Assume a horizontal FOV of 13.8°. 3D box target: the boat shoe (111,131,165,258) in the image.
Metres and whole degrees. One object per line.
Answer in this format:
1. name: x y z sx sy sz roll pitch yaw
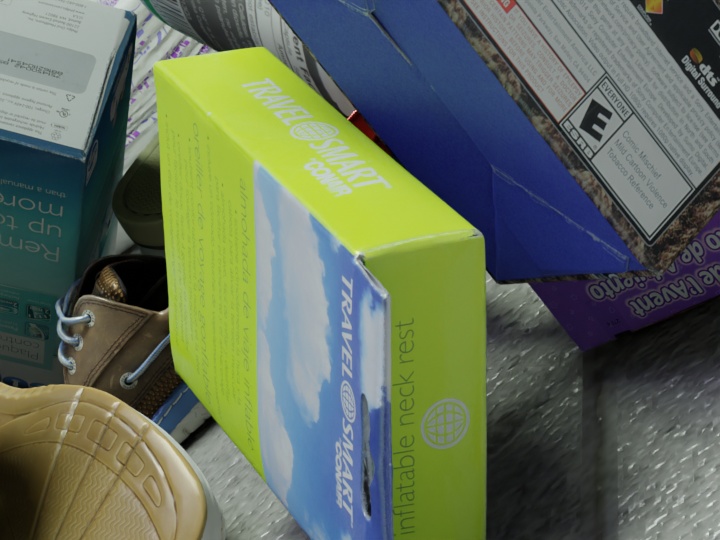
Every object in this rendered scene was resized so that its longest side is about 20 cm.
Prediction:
1. boat shoe: -0.027 -0.066 1.309 0.075 0.068 0.200 20 58 45

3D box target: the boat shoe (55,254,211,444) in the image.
1. boat shoe: -0.086 0.028 1.208 0.200 0.072 0.072 -37 18 9

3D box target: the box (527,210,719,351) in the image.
1. box: 0.146 -0.066 1.014 0.137 0.039 0.200 -26 22 39

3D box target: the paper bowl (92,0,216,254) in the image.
1. paper bowl: -0.141 -0.074 1.516 0.200 0.104 0.201 -35 18 13

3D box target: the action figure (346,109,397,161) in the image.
1. action figure: 0.000 0.000 1.076 0.099 0.065 0.200 -55 -4 -5

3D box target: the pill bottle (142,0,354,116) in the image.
1. pill bottle: 0.002 -0.122 1.202 0.113 0.113 0.200 -45 45 -17

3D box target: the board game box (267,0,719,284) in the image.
1. board game box: 0.083 -0.120 0.946 0.200 0.160 0.097 -46 19 -22

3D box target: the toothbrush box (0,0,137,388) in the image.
1. toothbrush box: -0.180 -0.036 1.267 0.200 0.146 0.085 104 -178 -55

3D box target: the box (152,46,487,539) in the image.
1. box: -0.011 0.017 0.940 0.048 0.122 0.200 -12 27 -20

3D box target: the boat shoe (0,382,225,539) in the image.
1. boat shoe: -0.110 0.084 1.129 0.200 0.069 0.071 18 76 46
